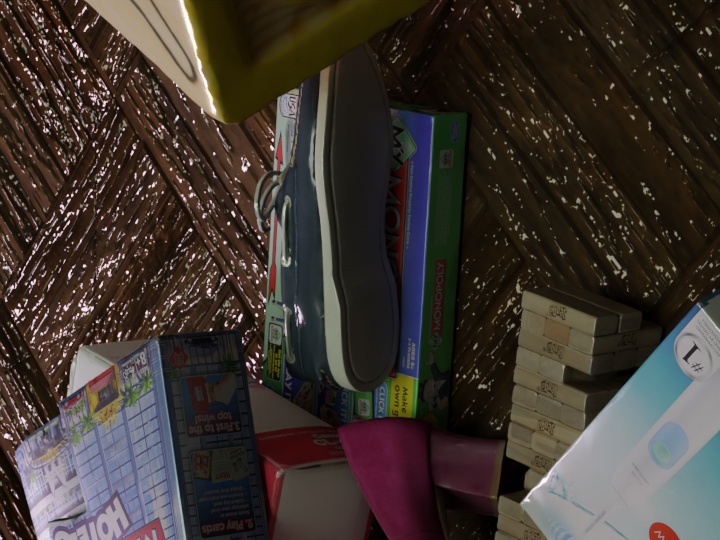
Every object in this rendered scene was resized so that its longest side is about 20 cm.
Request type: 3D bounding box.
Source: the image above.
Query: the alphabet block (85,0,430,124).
[{"bbox_3d":[-0.068,-0.233,1.266,0.200,0.196,0.195,43,160,36],"label":"alphabet block"}]

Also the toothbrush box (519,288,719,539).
[{"bbox_3d":[0.181,0.102,1.111,0.146,0.085,0.200,53,146,13],"label":"toothbrush box"}]

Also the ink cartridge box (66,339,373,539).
[{"bbox_3d":[-0.089,0.140,1.423,0.200,0.086,0.148,29,115,45],"label":"ink cartridge box"}]

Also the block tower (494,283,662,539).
[{"bbox_3d":[0.110,0.111,1.263,0.058,0.054,0.200,22,112,45],"label":"block tower"}]

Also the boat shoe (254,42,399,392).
[{"bbox_3d":[-0.019,-0.033,1.335,0.062,0.075,0.200,6,108,36],"label":"boat shoe"}]

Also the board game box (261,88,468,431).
[{"bbox_3d":[0.000,0.000,1.391,0.135,0.029,0.200,15,106,47],"label":"board game box"}]

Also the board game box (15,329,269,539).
[{"bbox_3d":[-0.117,0.162,1.347,0.200,0.062,0.200,-34,67,44],"label":"board game box"}]

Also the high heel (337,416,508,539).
[{"bbox_3d":[0.018,0.172,1.292,0.096,0.200,0.067,6,145,12],"label":"high heel"}]
